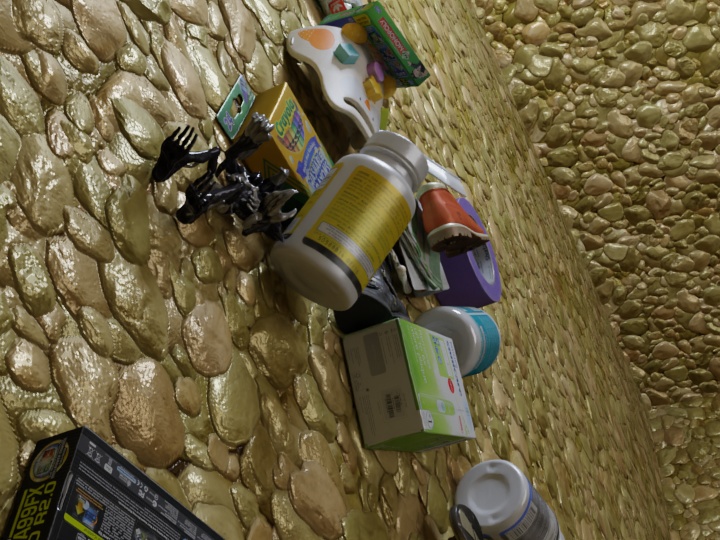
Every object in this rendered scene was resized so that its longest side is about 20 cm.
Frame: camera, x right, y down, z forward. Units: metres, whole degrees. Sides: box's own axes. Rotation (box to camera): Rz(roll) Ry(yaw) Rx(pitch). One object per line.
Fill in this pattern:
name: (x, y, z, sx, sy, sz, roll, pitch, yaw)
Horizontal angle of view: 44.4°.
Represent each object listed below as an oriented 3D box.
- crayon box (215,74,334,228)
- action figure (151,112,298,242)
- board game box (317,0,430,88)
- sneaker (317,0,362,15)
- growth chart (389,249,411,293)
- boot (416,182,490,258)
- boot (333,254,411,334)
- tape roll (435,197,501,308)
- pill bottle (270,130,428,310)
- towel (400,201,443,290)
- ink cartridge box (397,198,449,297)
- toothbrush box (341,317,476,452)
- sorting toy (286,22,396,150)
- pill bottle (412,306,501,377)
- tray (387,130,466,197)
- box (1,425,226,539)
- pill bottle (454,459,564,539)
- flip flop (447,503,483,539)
crayon box: (-0.089, -0.140, 1.078, 0.200, 0.052, 0.126, 58, 24, -28)
action figure: (-0.116, -0.090, 0.901, 0.119, 0.102, 0.200, 62, 21, 11)
board game box: (0.016, -0.341, 1.359, 0.135, 0.029, 0.200, 50, -12, -22)
sneaker: (-0.046, -0.469, 1.450, 0.200, 0.070, 0.094, 45, 26, -53)
growth chart: (0.033, -0.063, 1.310, 0.145, 0.018, 0.200, 55, 14, -82)
boot: (0.145, -0.081, 1.400, 0.200, 0.075, 0.107, 21, 46, -68)
boot: (0.000, 0.000, 1.175, 0.200, 0.069, 0.174, 38, 32, -61)
tape roll: (0.178, -0.025, 1.593, 0.200, 0.085, 0.200, 50, 30, -42)
pill bottle: (-0.005, -0.062, 1.011, 0.200, 0.111, 0.111, -55, 132, -22)
towel: (0.077, -0.082, 1.334, 0.200, 0.023, 0.153, 57, 21, -33)
ink cartridge box: (0.071, -0.039, 1.384, 0.200, 0.057, 0.163, -2, 73, -66)
toothbrush box: (0.067, 0.155, 1.155, 0.200, 0.086, 0.146, 28, 46, -62)
sorting toy: (-0.012, -0.242, 1.264, 0.200, 0.107, 0.180, 53, 21, -37)
pill bottle: (0.154, 0.111, 1.373, 0.200, 0.111, 0.111, 7, 65, -67)
tray: (0.085, -0.187, 1.429, 0.200, 0.022, 0.107, 37, 10, 21)
box: (-0.157, 0.226, 0.593, 0.200, 0.044, 0.160, 53, 27, -37)
pill bottle: (0.230, 0.377, 1.319, 0.200, 0.114, 0.114, 53, 27, -39)
flip flop: (0.141, 0.391, 1.179, 0.081, 0.057, 0.200, -93, 169, -48)
